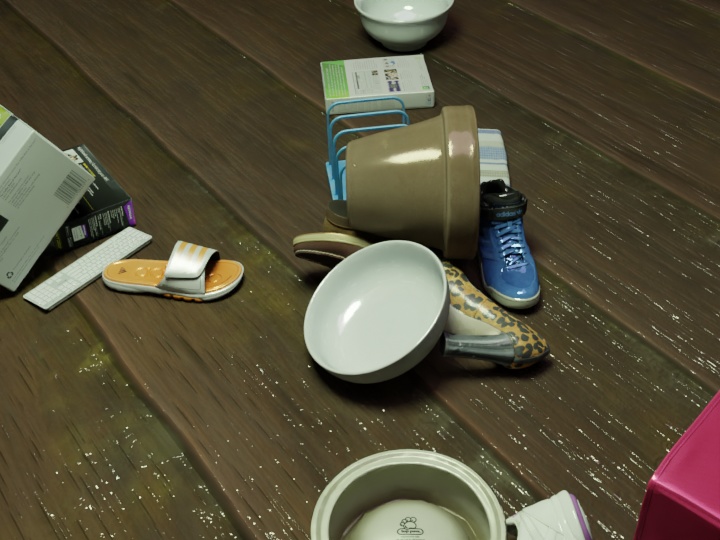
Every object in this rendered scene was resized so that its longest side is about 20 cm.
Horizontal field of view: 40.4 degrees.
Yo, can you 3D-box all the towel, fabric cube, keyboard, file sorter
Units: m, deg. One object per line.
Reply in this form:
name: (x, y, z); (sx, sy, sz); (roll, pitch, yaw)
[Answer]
towel: (0.165, -0.167, 1.570); (0.143, 0.024, 0.202); (1, 41, 0)
fabric cube: (0.379, 0.253, 0.900); (0.198, 0.203, 0.195); (29, 47, 33)
keyboard: (-0.390, -0.006, 1.408); (0.056, 0.011, 0.199); (25, 46, 29)
file sorter: (0.021, -0.162, 1.484); (0.136, 0.125, 0.202); (-7, 37, -5)

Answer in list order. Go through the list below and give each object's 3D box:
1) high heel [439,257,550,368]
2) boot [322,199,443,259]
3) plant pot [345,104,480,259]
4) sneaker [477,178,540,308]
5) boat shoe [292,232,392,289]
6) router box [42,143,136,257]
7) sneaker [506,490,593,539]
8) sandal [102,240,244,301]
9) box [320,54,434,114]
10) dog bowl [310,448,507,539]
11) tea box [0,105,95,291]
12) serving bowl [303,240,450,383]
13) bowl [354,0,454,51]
high heel: (0.165, 0.052, 1.277); (0.139, 0.072, 0.202); (6, 36, -7)
boot: (0.041, -0.038, 1.391); (0.196, 0.077, 0.074); (15, 29, -3)
plant pot: (0.067, -0.114, 1.306); (0.170, 0.203, 0.202); (-2, 38, 2)
sneaker: (0.199, -0.046, 1.348); (0.075, 0.113, 0.202); (-6, 39, -5)
boat shoe: (0.000, 0.000, 1.329); (0.196, 0.072, 0.074); (13, 76, -3)
router box: (-0.455, -0.113, 1.509); (0.147, 0.052, 0.200); (-23, 43, -26)
sneaker: (0.191, 0.316, 0.953); (0.098, 0.076, 0.202); (-18, 38, 10)
sandal: (-0.266, -0.005, 1.361); (0.202, 0.060, 0.080); (1, 39, 4)
box: (0.028, -0.339, 1.779); (0.195, 0.037, 0.146); (-3, 39, -3)
dog bowl: (0.049, 0.281, 0.985); (0.195, 0.075, 0.202); (-2, 39, 2)
tea box: (-0.519, -0.117, 1.382); (0.196, 0.134, 0.201); (33, 84, 37)
serving bowl: (0.028, 0.062, 1.234); (0.197, 0.066, 0.203); (-18, 46, 19)
bowl: (0.085, -0.493, 1.919); (0.196, 0.092, 0.203); (-1, 40, 1)
